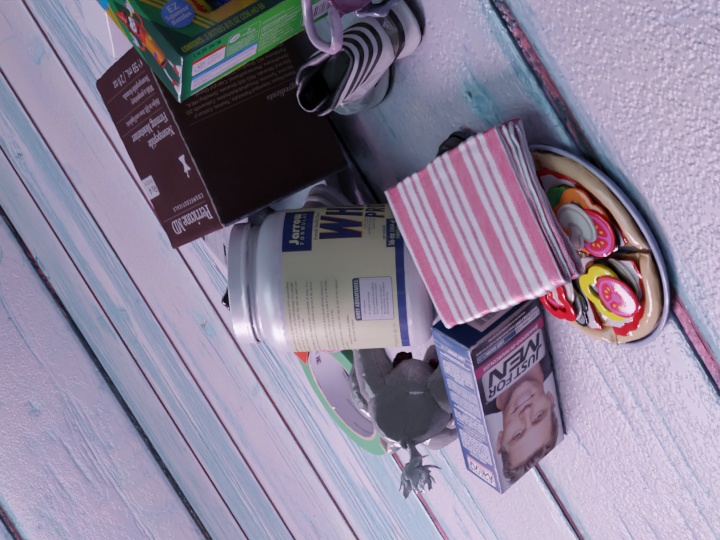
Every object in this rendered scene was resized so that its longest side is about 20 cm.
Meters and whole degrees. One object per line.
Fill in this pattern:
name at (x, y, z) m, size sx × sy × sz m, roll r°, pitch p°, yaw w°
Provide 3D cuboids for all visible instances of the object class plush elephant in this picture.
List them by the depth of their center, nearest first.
plush elephant at (0.075, 0.143, 1.375) m, size 0.155 × 0.162 × 0.203 m, roll 5°, pitch -96°, yaw -74°

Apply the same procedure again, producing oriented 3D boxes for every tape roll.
tape roll at (-0.009, 0.153, 1.663) m, size 0.200 × 0.048 × 0.202 m, roll 45°, pitch 156°, yaw 26°

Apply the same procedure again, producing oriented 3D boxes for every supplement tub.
supplement tub at (-0.028, 0.008, 1.254) m, size 0.145 × 0.197 × 0.147 m, roll -3°, pitch -90°, yaw -86°

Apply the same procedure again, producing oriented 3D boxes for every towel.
towel at (0.105, -0.036, 1.094) m, size 0.199 × 0.030 × 0.148 m, roll -26°, pitch 86°, yaw 57°

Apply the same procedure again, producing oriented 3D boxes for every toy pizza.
toy pizza at (0.184, -0.015, 1.065) m, size 0.200 × 0.032 × 0.201 m, roll 45°, pitch 155°, yaw 27°

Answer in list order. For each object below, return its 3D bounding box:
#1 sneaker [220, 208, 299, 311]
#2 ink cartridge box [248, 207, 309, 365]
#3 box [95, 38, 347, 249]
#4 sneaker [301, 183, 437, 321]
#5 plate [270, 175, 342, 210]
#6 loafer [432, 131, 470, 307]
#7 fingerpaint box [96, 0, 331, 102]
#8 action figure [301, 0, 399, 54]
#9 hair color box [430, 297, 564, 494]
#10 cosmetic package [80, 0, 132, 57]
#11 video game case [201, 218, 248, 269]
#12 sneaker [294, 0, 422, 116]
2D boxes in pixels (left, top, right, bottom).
sneaker at (-0.100, -0.001, 1.473) m, size 0.074 × 0.080 × 0.200 m, roll 43°, pitch 139°, yaw -3°
ink cartridge box at (-0.105, 0.022, 1.605) m, size 0.109 × 0.050 × 0.202 m, roll 40°, pitch 133°, yaw 37°
box at (-0.148, -0.156, 1.301) m, size 0.165 × 0.163 × 0.202 m, roll -15°, pitch 101°, yaw 61°
sneaker at (0.000, 0.000, 1.367) m, size 0.200 × 0.082 × 0.075 m, roll 41°, pitch 157°, yaw -6°
plate at (-0.086, -0.143, 1.443) m, size 0.199 × 0.032 × 0.202 m, roll 27°, pitch 143°, yaw 48°
loafer at (0.093, -0.038, 1.178) m, size 0.072 × 0.063 × 0.202 m, roll 36°, pitch 150°, yaw 37°
fingerpaint box at (-0.135, -0.279, 1.142) m, size 0.167 × 0.199 × 0.074 m, roll 50°, pitch 156°, yaw 15°
action figure at (-0.043, -0.301, 1.014) m, size 0.201 × 0.149 × 0.134 m, roll 51°, pitch 167°, yaw -25°
hair color box at (0.141, 0.116, 1.237) m, size 0.060 × 0.100 × 0.202 m, roll 30°, pitch 146°, yaw 44°
cosmetic package at (-0.283, -0.364, 1.460) m, size 0.071 × 0.101 × 0.201 m, roll 44°, pitch 154°, yaw 27°
video game case at (-0.199, -0.096, 1.550) m, size 0.182 × 0.023 × 0.201 m, roll 47°, pitch 159°, yaw 21°
sneaker at (-0.026, -0.183, 1.157) m, size 0.076 × 0.115 × 0.200 m, roll 54°, pitch 158°, yaw 3°
